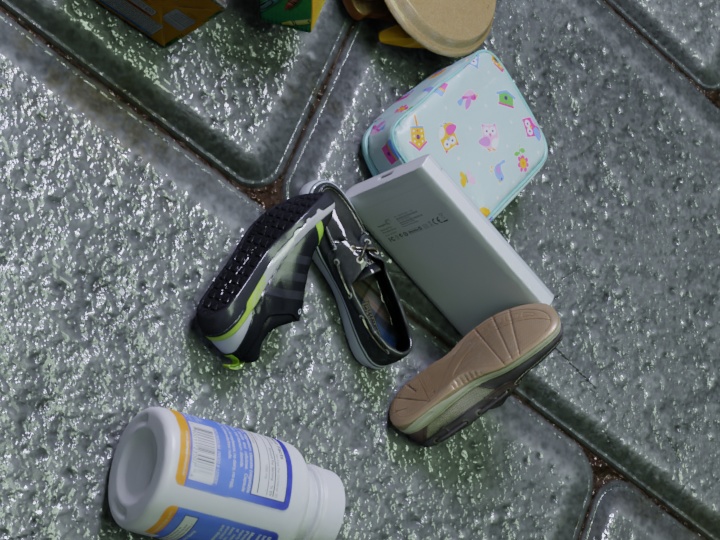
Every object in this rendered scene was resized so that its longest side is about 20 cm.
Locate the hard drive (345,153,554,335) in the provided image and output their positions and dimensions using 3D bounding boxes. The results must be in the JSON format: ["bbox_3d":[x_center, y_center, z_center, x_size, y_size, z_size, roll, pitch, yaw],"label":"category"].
[{"bbox_3d":[0.088,-0.023,1.742,0.200,0.132,0.027,48,53,-18],"label":"hard drive"}]

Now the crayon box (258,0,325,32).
[{"bbox_3d":[-0.043,-0.351,1.696,0.058,0.119,0.201,16,61,7],"label":"crayon box"}]

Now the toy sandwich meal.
[{"bbox_3d":[0.060,-0.310,1.833,0.204,0.070,0.207,16,65,-39],"label":"toy sandwich meal"}]

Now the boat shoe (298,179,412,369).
[{"bbox_3d":[0.000,0.000,1.719,0.068,0.056,0.201,-25,95,-37],"label":"boat shoe"}]

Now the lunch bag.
[{"bbox_3d":[0.101,-0.121,1.810,0.200,0.077,0.161,-43,107,-35],"label":"lunch bag"}]

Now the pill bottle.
[{"bbox_3d":[-0.116,0.199,1.554,0.199,0.112,0.113,20,68,-32],"label":"pill bottle"}]

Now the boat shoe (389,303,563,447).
[{"bbox_3d":[0.123,0.107,1.729,0.065,0.199,0.072,47,12,-37],"label":"boat shoe"}]

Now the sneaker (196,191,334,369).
[{"bbox_3d":[-0.083,0.011,1.658,0.200,0.071,0.083,-52,122,-26],"label":"sneaker"}]

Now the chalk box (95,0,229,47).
[{"bbox_3d":[-0.170,-0.339,1.630,0.124,0.124,0.201,33,61,-25],"label":"chalk box"}]
